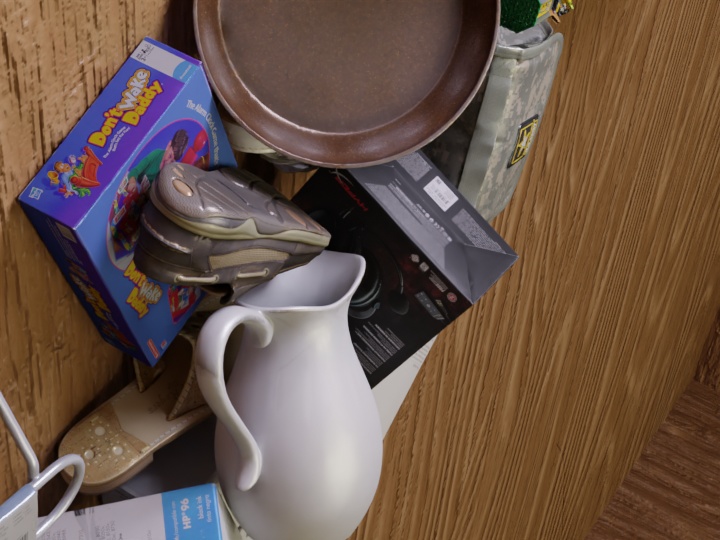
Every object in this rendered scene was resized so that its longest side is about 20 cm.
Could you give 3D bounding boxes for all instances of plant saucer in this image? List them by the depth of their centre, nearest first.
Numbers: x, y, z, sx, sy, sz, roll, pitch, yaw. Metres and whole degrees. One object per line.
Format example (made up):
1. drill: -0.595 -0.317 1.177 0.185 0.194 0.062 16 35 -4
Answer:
1. plant saucer: -0.010 -0.167 0.991 0.201 0.200 0.034 -65 -162 6

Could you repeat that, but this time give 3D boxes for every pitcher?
1. pitcher: -0.058 0.101 1.083 0.171 0.121 0.201 -28 123 -52

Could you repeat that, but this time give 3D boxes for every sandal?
1. sandal: -0.134 0.072 1.115 0.212 0.078 0.070 -45 163 -30

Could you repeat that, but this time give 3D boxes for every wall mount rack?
1. wall mount rack: -0.255 0.146 0.932 0.200 0.074 0.174 -44 156 -42

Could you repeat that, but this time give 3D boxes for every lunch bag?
1. lunch bag: 0.083 -0.133 1.215 0.200 0.117 0.164 -107 -150 -59

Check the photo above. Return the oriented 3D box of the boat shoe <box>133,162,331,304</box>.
1. boat shoe: -0.089 -0.022 1.008 0.073 0.074 0.200 -54 157 12

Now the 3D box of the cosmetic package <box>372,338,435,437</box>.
1. cosmetic package: -0.010 0.109 1.458 0.200 0.085 0.108 -61 159 -4

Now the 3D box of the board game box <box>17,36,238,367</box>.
1. board game box: -0.138 -0.039 1.015 0.135 0.045 0.200 -55 159 -20

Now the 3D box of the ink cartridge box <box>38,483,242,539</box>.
1. ink cartridge box: -0.187 0.219 1.099 0.116 0.199 0.068 79 0 -59

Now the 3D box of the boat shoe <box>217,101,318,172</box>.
1. boat shoe: -0.044 -0.102 1.129 0.200 0.071 0.070 -27 138 -60

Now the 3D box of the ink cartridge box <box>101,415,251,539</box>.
1. ink cartridge box: -0.130 0.184 1.257 0.146 0.084 0.200 -49 155 -32

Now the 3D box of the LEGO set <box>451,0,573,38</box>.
1. LEGO set: 0.063 -0.217 1.082 0.200 0.154 0.116 -29 -175 39

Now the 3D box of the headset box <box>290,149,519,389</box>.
1. headset box: 0.000 0.000 1.175 0.077 0.149 0.200 -42 179 -44
